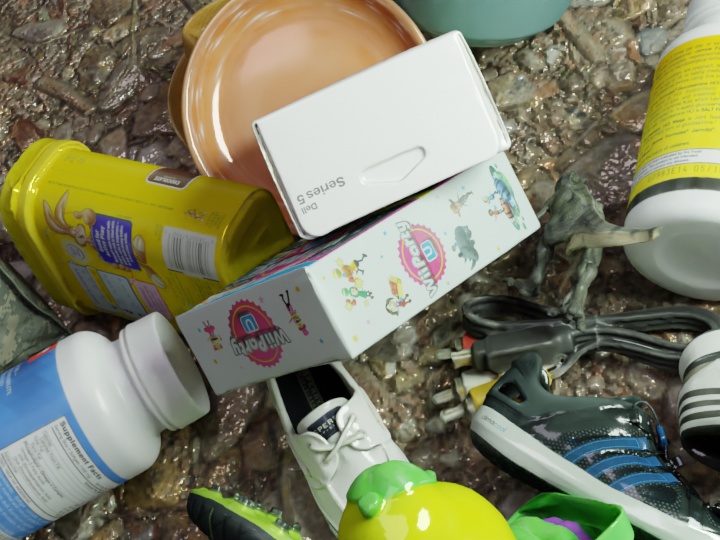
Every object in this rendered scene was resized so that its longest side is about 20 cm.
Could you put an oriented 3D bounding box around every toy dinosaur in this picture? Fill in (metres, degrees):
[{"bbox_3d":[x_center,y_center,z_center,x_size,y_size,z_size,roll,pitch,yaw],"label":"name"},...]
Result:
[{"bbox_3d":[0.139,-0.014,0.896,0.200,0.047,0.089,-112,46,-75],"label":"toy dinosaur"}]

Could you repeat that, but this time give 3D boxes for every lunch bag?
[{"bbox_3d":[-0.344,0.005,1.049,0.164,0.200,0.118,33,75,35],"label":"lunch bag"}]

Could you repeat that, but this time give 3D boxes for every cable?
[{"bbox_3d":[0.144,0.052,0.922,0.198,0.051,0.097,-7,38,4],"label":"cable"}]

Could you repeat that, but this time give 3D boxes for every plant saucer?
[{"bbox_3d":[-0.037,-0.126,1.050,0.198,0.037,0.202,0,90,0],"label":"plant saucer"}]

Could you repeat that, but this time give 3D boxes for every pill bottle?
[{"bbox_3d":[-0.213,0.112,0.978,0.199,0.112,0.113,-29,52,3],"label":"pill bottle"},{"bbox_3d":[0.245,-0.091,0.910,0.112,0.113,0.201,3,61,25],"label":"pill bottle"}]

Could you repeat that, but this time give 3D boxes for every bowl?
[{"bbox_3d":[0.093,-0.247,1.058,0.199,0.106,0.202,3,39,-2],"label":"bowl"}]

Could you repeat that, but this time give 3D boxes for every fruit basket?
[{"bbox_3d":[0.050,0.186,0.742,0.214,0.155,0.218,1,84,-14],"label":"fruit basket"}]

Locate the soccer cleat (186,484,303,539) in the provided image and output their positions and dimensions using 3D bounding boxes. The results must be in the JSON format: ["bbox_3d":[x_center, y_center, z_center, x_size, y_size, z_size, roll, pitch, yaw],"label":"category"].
[{"bbox_3d":[-0.051,0.207,0.879,0.199,0.067,0.081,28,85,34],"label":"soccer cleat"}]

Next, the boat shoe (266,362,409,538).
[{"bbox_3d":[-0.014,0.112,0.920,0.072,0.066,0.201,-30,52,3],"label":"boat shoe"}]

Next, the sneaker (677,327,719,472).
[{"bbox_3d":[0.280,0.080,0.787,0.199,0.076,0.116,-13,30,26],"label":"sneaker"}]

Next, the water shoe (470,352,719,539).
[{"bbox_3d":[0.162,0.115,0.823,0.199,0.072,0.079,27,78,23],"label":"water shoe"}]

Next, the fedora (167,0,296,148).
[{"bbox_3d":[-0.082,-0.179,1.128,0.199,0.082,0.202,-12,54,17],"label":"fedora"}]

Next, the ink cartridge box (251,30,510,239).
[{"bbox_3d":[0.008,-0.092,0.928,0.145,0.200,0.085,-25,96,-1],"label":"ink cartridge box"}]

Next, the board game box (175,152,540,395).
[{"bbox_3d":[0.000,0.000,0.896,0.147,0.065,0.200,-20,11,48],"label":"board game box"}]

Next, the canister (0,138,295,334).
[{"bbox_3d":[-0.149,-0.016,1.011,0.199,0.149,0.087,13,56,27],"label":"canister"}]
